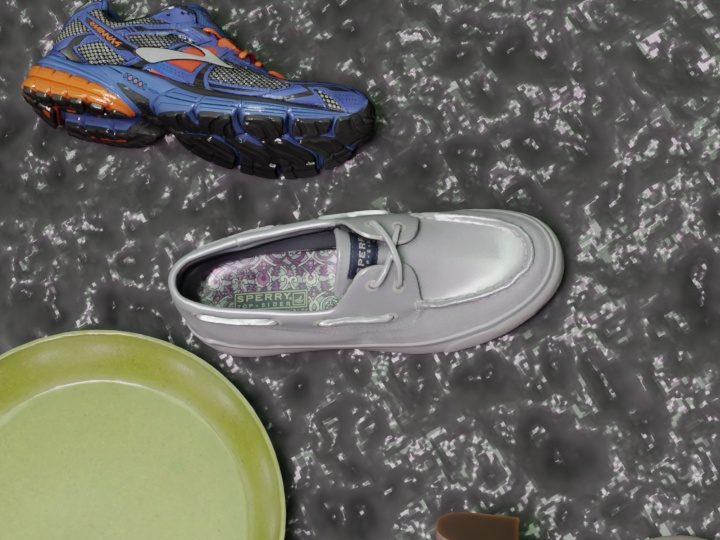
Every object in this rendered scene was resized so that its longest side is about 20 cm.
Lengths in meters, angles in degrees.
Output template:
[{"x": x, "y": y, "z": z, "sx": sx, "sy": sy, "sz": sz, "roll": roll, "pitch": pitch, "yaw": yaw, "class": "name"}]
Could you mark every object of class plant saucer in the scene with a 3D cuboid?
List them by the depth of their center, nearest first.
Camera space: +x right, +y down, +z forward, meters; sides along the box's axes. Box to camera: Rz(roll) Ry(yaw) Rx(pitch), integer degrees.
[{"x": -0.135, "y": 0.129, "z": 0.847, "sx": 0.199, "sy": 0.031, "sz": 0.201, "roll": -1, "pitch": 68, "yaw": 2, "class": "plant saucer"}]

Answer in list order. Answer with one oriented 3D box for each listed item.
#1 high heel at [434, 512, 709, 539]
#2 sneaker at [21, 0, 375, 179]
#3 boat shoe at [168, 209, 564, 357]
[{"x": 0.122, "y": 0.174, "z": 0.786, "sx": 0.199, "sy": 0.067, "sz": 0.097, "roll": 12, "pitch": 114, "yaw": 10, "class": "high heel"}, {"x": -0.085, "y": -0.105, "z": 0.901, "sx": 0.199, "sy": 0.075, "sz": 0.079, "roll": 13, "pitch": 74, "yaw": 16, "class": "sneaker"}, {"x": 0.000, "y": 0.000, "z": 0.847, "sx": 0.199, "sy": 0.069, "sz": 0.073, "roll": -2, "pitch": 73, "yaw": 14, "class": "boat shoe"}]
